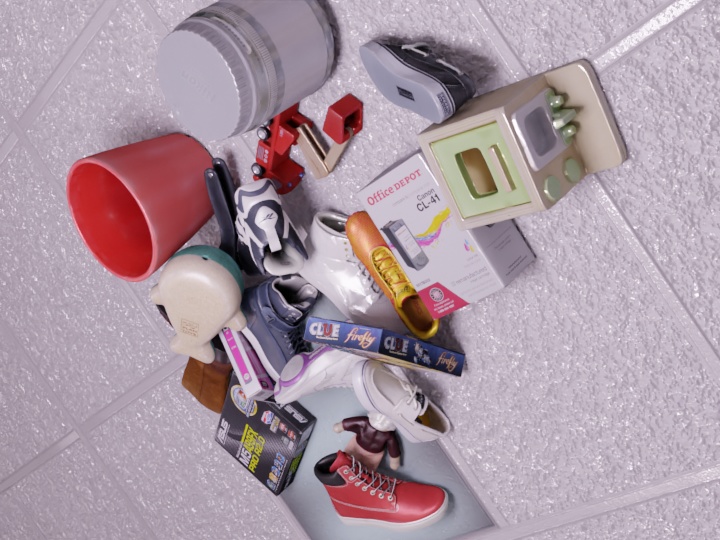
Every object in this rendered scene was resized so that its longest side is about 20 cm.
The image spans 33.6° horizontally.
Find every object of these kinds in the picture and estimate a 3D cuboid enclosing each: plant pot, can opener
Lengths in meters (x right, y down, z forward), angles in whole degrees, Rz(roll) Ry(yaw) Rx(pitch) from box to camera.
[{"bbox_3d":[-0.319,-0.111,1.817,0.198,0.177,0.203,24,132,31],"label":"plant pot"},{"bbox_3d":[-0.196,-0.082,1.812,0.077,0.064,0.203,-3,123,17],"label":"can opener"}]

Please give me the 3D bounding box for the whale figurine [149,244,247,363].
[{"bbox_3d":[-0.242,0.048,1.819,0.156,0.104,0.202,16,131,5],"label":"whale figurine"}]

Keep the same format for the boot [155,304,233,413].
[{"bbox_3d":[-0.291,0.137,2.075,0.187,0.069,0.201,32,143,12],"label":"boot"}]

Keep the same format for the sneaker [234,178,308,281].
[{"bbox_3d":[-0.124,-0.032,1.703,0.200,0.078,0.131,101,150,-66],"label":"sneaker"}]

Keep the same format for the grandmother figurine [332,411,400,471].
[{"bbox_3d":[0.014,0.267,1.871,0.120,0.061,0.201,22,134,-7],"label":"grandmother figurine"}]

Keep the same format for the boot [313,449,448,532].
[{"bbox_3d":[0.029,0.332,1.841,0.197,0.073,0.145,-6,130,26],"label":"boot"}]

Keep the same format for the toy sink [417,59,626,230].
[{"bbox_3d":[0.184,-0.140,1.379,0.198,0.112,0.132,-12,110,46],"label":"toy sink"}]

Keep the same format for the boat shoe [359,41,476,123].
[{"bbox_3d":[0.069,-0.242,1.449,0.199,0.068,0.074,37,155,55],"label":"boat shoe"}]

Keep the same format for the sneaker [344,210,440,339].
[{"bbox_3d":[0.051,0.002,1.621,0.073,0.077,0.201,-37,100,5],"label":"sneaker"}]

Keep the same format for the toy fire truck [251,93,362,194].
[{"bbox_3d":[-0.076,-0.174,1.648,0.140,0.049,0.202,34,137,19],"label":"toy fire truck"}]

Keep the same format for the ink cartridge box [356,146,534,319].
[{"bbox_3d":[0.107,-0.057,1.531,0.147,0.085,0.201,-28,98,49],"label":"ink cartridge box"}]

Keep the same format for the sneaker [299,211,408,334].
[{"bbox_3d":[0.000,0.000,1.681,0.199,0.074,0.117,34,133,13],"label":"sneaker"}]

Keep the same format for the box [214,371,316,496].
[{"bbox_3d":[-0.167,0.274,2.050,0.160,0.044,0.201,38,137,16],"label":"box"}]

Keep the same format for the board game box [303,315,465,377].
[{"bbox_3d":[0.035,0.106,1.645,0.134,0.199,0.035,7,81,39],"label":"board game box"}]

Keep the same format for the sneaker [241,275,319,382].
[{"bbox_3d":[-0.099,0.098,1.839,0.145,0.077,0.203,-26,109,41],"label":"sneaker"}]

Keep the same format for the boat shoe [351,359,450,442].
[{"bbox_3d":[0.064,0.187,1.715,0.069,0.072,0.200,-11,138,34],"label":"boat shoe"}]

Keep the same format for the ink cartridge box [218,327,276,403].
[{"bbox_3d":[-0.187,0.114,1.894,0.037,0.094,0.202,-34,70,13],"label":"ink cartridge box"}]

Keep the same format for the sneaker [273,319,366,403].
[{"bbox_3d":[-0.046,0.156,1.792,0.199,0.075,0.100,-34,118,25],"label":"sneaker"}]

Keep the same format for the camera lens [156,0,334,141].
[{"bbox_3d":[-0.142,-0.272,1.523,0.158,0.199,0.162,23,131,29],"label":"camera lens"}]
